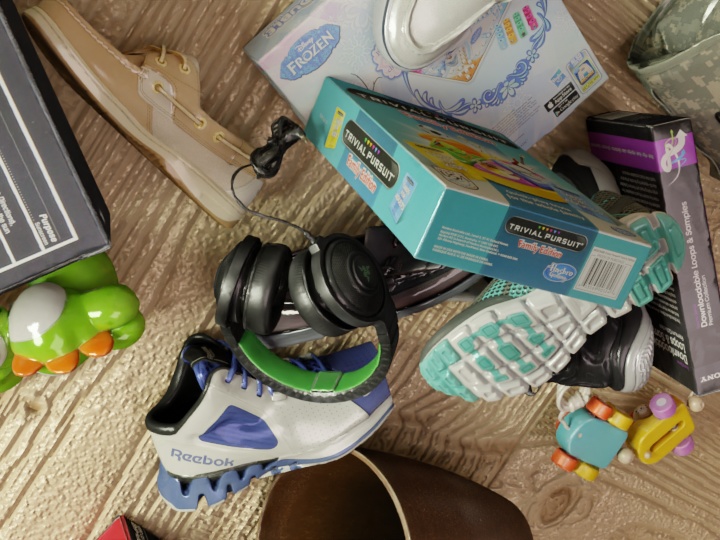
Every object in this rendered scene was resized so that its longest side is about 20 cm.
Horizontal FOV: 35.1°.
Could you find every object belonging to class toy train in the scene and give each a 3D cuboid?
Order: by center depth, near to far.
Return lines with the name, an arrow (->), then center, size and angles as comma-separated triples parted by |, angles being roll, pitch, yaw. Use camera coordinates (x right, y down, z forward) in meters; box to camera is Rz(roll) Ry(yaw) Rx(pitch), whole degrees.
toy train -> 0.248, 0.107, 1.028 | 0.199, 0.056, 0.151 | -15, 119, -20

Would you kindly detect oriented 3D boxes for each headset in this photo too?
headset -> -0.040, 0.000, 0.777 | 0.123, 0.094, 0.201 | -1, 128, 19

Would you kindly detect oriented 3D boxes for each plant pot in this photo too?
plant pot -> 0.048, 0.238, 0.943 | 0.199, 0.187, 0.188 | 8, 112, -42

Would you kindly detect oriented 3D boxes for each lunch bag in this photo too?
lunch bag -> 0.325, -0.172, 0.884 | 0.200, 0.118, 0.164 | -46, 122, 10

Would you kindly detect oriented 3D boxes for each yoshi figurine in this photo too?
yoshi figurine -> -0.245, 0.030, 0.764 | 0.199, 0.112, 0.112 | -8, 78, -4

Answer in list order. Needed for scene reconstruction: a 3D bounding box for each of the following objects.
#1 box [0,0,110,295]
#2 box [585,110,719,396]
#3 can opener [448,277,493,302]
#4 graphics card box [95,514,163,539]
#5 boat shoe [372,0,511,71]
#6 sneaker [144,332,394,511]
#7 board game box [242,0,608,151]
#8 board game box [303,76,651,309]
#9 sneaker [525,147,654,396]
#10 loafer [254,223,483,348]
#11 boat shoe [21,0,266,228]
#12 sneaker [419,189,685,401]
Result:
box -> -0.269, -0.071, 0.636 | 0.198, 0.123, 0.201 | -23, 105, -6
box -> 0.225, -0.019, 0.865 | 0.036, 0.143, 0.201 | -13, 102, -5
can opener -> 0.127, 0.001, 0.920 | 0.199, 0.053, 0.067 | 3, 114, -26
graphics card box -> -0.164, 0.301, 0.944 | 0.125, 0.051, 0.200 | -46, 124, 3
boat shoe -> 0.088, -0.208, 0.725 | 0.075, 0.086, 0.202 | 35, 97, -32
sneaker -> -0.077, 0.095, 0.861 | 0.199, 0.081, 0.115 | -25, 124, -9
board game box -> 0.053, -0.149, 0.817 | 0.200, 0.043, 0.199 | -41, 125, 0
board game box -> 0.067, -0.054, 0.725 | 0.150, 0.200, 0.047 | 14, 110, -28
sneaker -> 0.148, 0.000, 0.867 | 0.113, 0.201, 0.076 | -7, 158, -7
loafer -> 0.000, 0.000, 0.823 | 0.199, 0.072, 0.063 | -19, 122, 15
boat shoe -> -0.132, -0.113, 0.743 | 0.069, 0.074, 0.200 | -47, 128, -5
sneaker -> 0.126, 0.015, 0.796 | 0.200, 0.091, 0.078 | -32, 120, 6
